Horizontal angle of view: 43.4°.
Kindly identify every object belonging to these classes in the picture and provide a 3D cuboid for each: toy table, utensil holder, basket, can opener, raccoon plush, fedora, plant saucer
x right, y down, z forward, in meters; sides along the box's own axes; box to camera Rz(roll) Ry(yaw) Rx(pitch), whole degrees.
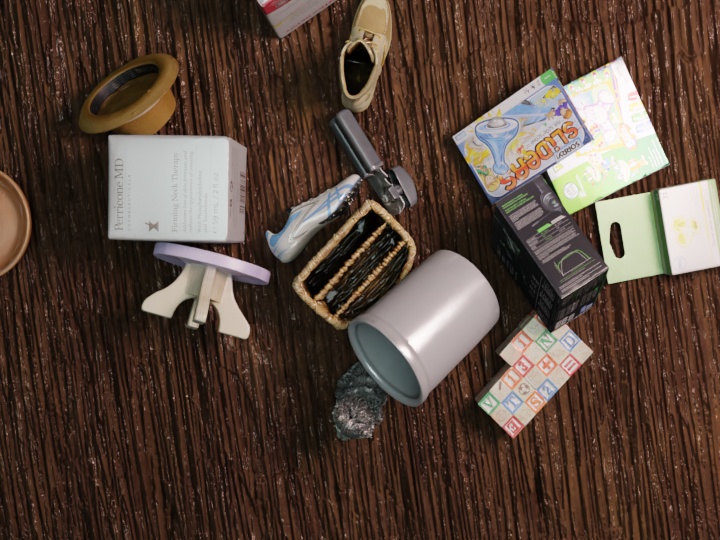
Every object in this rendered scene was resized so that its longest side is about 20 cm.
[{"bbox_3d":[-0.259,0.035,1.510,0.196,0.184,0.120,14,80,-2],"label":"toy table"},{"bbox_3d":[0.106,0.089,1.463,0.199,0.170,0.171,-39,90,-23],"label":"utensil holder"},{"bbox_3d":[0.000,0.000,1.505,0.143,0.149,0.200,45,92,0],"label":"basket"},{"bbox_3d":[0.026,-0.189,1.555,0.066,0.053,0.202,-32,90,-29],"label":"can opener"},{"bbox_3d":[0.005,0.188,1.517,0.095,0.134,0.205,12,93,3],"label":"raccoon plush"},{"bbox_3d":[-0.377,-0.278,1.524,0.198,0.202,0.082,-31,131,3],"label":"fedora"},{"bbox_3d":[-0.668,-0.083,1.582,0.195,0.037,0.205,0,93,1],"label":"plant saucer"}]

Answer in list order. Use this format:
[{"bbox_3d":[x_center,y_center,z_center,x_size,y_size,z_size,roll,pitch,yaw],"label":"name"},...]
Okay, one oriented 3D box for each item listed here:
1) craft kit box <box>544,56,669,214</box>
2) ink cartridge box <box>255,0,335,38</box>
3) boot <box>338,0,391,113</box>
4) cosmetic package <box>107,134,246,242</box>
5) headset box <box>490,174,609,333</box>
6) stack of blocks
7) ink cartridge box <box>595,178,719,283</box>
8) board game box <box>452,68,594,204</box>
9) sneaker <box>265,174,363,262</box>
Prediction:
[{"bbox_3d":[0.393,-0.226,1.536,0.195,0.049,0.203,-26,91,6],"label":"craft kit box"},{"bbox_3d":[-0.123,-0.497,1.467,0.144,0.200,0.146,-32,88,2],"label":"ink cartridge box"},{"bbox_3d":[0.007,-0.370,1.487,0.071,0.155,0.204,15,92,1],"label":"boot"},{"bbox_3d":[-0.299,-0.132,1.502,0.195,0.166,0.172,1,92,3],"label":"cosmetic package"},{"bbox_3d":[0.293,-0.028,1.453,0.092,0.175,0.202,-30,68,-6],"label":"headset box"},{"bbox_3d":[0.284,0.169,1.545,0.115,0.059,0.201,42,93,0],"label":"stack of blocks"},{"bbox_3d":[0.509,-0.064,1.530,0.195,0.048,0.149,-11,92,-3],"label":"ink cartridge box"},{"bbox_3d":[0.270,-0.221,1.509,0.198,0.034,0.137,-33,87,23],"label":"board game box"},{"bbox_3d":[-0.079,-0.100,1.545,0.199,0.072,0.073,-41,83,0],"label":"sneaker"}]
